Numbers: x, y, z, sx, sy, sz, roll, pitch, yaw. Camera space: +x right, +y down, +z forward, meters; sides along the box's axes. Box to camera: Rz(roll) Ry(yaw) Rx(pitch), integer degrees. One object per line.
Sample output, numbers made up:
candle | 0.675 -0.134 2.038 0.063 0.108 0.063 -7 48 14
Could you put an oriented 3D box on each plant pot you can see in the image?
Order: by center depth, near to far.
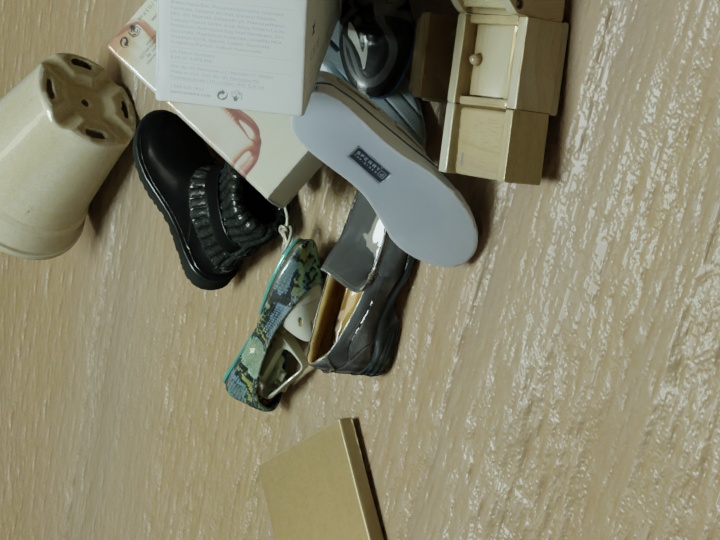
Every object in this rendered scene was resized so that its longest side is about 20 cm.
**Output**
plant pot | -0.362 -0.146 1.719 0.183 0.199 0.202 -39 61 35

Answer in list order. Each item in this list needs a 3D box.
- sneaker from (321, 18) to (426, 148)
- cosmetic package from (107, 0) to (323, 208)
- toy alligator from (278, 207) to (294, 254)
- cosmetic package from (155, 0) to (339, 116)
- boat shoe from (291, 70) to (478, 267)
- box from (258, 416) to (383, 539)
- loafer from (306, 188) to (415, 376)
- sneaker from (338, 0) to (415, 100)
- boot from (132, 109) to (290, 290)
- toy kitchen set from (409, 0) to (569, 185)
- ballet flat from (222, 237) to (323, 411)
sneaker | -0.003 -0.155 1.313 0.201 0.072 0.071 56 163 31
cosmetic package | -0.119 -0.157 1.323 0.200 0.103 0.087 43 91 8
toy alligator | -0.081 -0.116 1.397 0.059 0.054 0.203 176 101 -74
cosmetic package | -0.079 -0.257 1.141 0.200 0.121 0.202 -77 -8 -57
boat shoe | 0.026 -0.088 1.207 0.073 0.200 0.066 -32 24 25
box | -0.030 0.260 1.407 0.163 0.021 0.202 -34 65 50
loafer | 0.000 0.000 1.302 0.073 0.072 0.203 24 111 52
sneaker | 0.010 -0.244 1.230 0.070 0.083 0.202 12 108 18
boot | -0.149 -0.100 1.493 0.213 0.079 0.158 63 146 13
toy kitchen set | 0.039 -0.181 1.141 0.162 0.179 0.203 15 101 54
ballet flat | -0.069 0.059 1.423 0.075 0.074 0.201 57 137 34
